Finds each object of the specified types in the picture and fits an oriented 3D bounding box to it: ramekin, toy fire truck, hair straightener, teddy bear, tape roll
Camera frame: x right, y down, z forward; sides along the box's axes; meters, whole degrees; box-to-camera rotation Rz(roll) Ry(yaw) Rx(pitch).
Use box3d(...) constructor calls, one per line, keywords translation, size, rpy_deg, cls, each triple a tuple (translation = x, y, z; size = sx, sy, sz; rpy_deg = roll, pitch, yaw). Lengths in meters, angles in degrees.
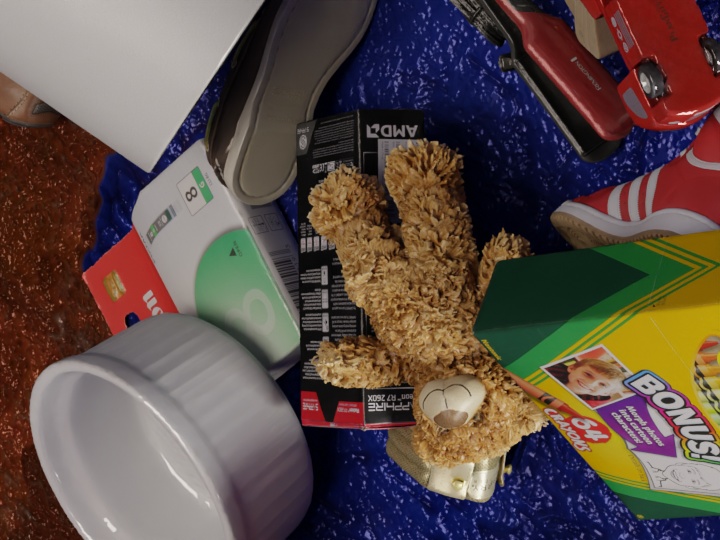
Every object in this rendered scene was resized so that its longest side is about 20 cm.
box3d(translation=(-0.125, 0.127, 1.789), size=(0.200, 0.098, 0.201), rpy_deg=(30, 138, 31), cls="ramekin")
box3d(translation=(0.141, -0.167, 1.530), size=(0.201, 0.049, 0.141), rpy_deg=(66, 166, 6), cls="toy fire truck")
box3d(translation=(0.088, -0.143, 1.609), size=(0.200, 0.041, 0.077), rpy_deg=(46, 154, 7), cls="hair straightener")
box3d(translation=(0.040, 0.021, 1.568), size=(0.144, 0.067, 0.201), rpy_deg=(-4, 88, 1), cls="teddy bear")
box3d(translation=(-0.137, -0.183, 1.678), size=(0.139, 0.203, 0.203), rpy_deg=(33, 123, -5), cls="tape roll")

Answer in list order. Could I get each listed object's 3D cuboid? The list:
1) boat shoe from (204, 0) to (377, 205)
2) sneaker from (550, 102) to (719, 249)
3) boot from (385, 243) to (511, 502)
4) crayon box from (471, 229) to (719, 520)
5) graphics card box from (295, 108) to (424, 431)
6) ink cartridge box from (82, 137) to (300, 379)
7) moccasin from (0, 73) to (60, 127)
box3d(translation=(-0.048, -0.144, 1.725), size=(0.060, 0.072, 0.201), rpy_deg=(42, 115, 47), cls="boat shoe")
box3d(translation=(0.192, -0.048, 1.543), size=(0.071, 0.113, 0.200), rpy_deg=(41, 168, -19), cls="sneaker")
box3d(translation=(0.095, 0.073, 1.640), size=(0.199, 0.073, 0.156), rpy_deg=(17, 105, 41), cls="boot")
box3d(translation=(0.190, 0.064, 1.489), size=(0.172, 0.200, 0.058), rpy_deg=(-7, 49, 38), cls="crayon box")
box3d(translation=(0.000, 0.000, 1.667), size=(0.125, 0.051, 0.201), rpy_deg=(173, 95, -71), cls="graphics card box")
box3d(translation=(-0.121, 0.022, 1.834), size=(0.200, 0.050, 0.161), rpy_deg=(-38, 74, 36), cls="ink cartridge box")
box3d(translation=(-0.297, -0.173, 1.928), size=(0.201, 0.073, 0.078), rpy_deg=(28, 108, 36), cls="moccasin")
